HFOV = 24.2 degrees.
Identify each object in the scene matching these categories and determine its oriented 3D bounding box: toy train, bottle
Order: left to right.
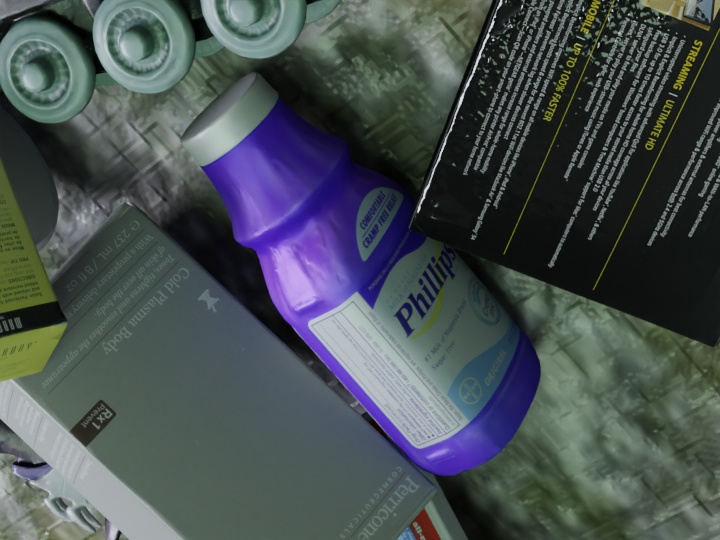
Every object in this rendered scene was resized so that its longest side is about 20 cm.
[{"bbox_3d":[-0.093,-0.137,0.708,0.198,0.085,0.115,-14,108,24],"label":"toy train"},{"bbox_3d":[0.000,0.000,0.765,0.065,0.084,0.200,-26,112,41],"label":"bottle"}]

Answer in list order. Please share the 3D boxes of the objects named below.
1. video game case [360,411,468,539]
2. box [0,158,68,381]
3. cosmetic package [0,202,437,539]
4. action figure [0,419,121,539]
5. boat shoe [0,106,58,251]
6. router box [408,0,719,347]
[{"bbox_3d":[-0.025,0.176,0.887,0.199,0.017,0.144,-33,81,30],"label":"video game case"},{"bbox_3d":[-0.199,-0.045,0.732,0.201,0.075,0.050,64,145,17],"label":"box"},{"bbox_3d":[-0.074,0.081,0.792,0.200,0.107,0.090,40,157,4],"label":"cosmetic package"},{"bbox_3d":[-0.204,0.071,0.856,0.198,0.130,0.070,20,102,-2],"label":"action figure"},{"bbox_3d":[-0.237,-0.066,0.812,0.199,0.071,0.070,31,153,-9],"label":"boat shoe"},{"bbox_3d":[0.120,-0.079,0.696,0.148,0.051,0.201,21,126,0],"label":"router box"}]
